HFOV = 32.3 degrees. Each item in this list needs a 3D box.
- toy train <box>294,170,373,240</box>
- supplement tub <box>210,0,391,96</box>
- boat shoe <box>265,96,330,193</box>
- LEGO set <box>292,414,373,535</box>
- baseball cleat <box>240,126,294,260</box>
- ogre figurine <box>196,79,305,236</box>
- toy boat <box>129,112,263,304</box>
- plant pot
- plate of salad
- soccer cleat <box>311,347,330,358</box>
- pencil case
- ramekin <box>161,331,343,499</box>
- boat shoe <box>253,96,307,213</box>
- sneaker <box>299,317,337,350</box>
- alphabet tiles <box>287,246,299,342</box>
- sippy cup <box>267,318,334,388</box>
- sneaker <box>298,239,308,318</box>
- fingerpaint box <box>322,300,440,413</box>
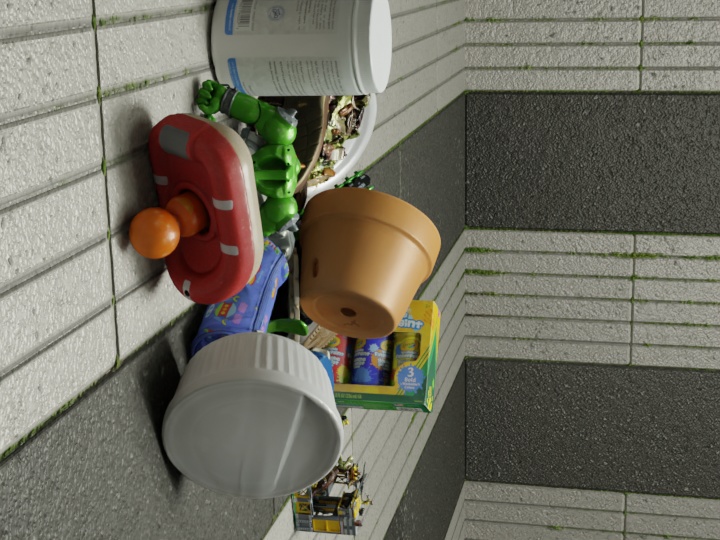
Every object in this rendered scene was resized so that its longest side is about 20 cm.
[{"bbox_3d":[-0.046,-0.098,1.866,0.042,0.056,0.200,55,38,-3],"label":"toy train"},{"bbox_3d":[-0.070,-0.278,1.506,0.132,0.198,0.134,2,90,-78],"label":"supplement tub"},{"bbox_3d":[-0.071,-0.181,1.573,0.068,0.071,0.202,62,35,-61],"label":"boat shoe"},{"bbox_3d":[-0.033,0.321,1.954,0.200,0.115,0.156,-54,144,-69],"label":"LEGO set"},{"bbox_3d":[-0.120,-0.098,1.607,0.201,0.069,0.107,79,19,-49],"label":"baseball cleat"},{"bbox_3d":[-0.129,-0.114,1.449,0.098,0.119,0.202,31,63,-76],"label":"ogre figurine"},{"bbox_3d":[-0.183,-0.053,1.284,0.130,0.130,0.202,-33,130,-37],"label":"toy boat"},{"bbox_3d":[0.000,0.000,1.704,0.201,0.198,0.141,73,29,-56],"label":"plant pot"},{"bbox_3d":[-0.045,-0.188,1.768,0.199,0.048,0.201,-31,141,-28],"label":"plate of salad"},{"bbox_3d":[-0.078,0.190,1.830,0.201,0.069,0.087,-83,-175,-58],"label":"soccer cleat"},{"bbox_3d":[-0.141,0.044,1.504,0.078,0.086,0.201,57,29,-30],"label":"pencil case"},{"bbox_3d":[-0.118,0.158,1.395,0.095,0.200,0.204,-91,174,-49],"label":"ramekin"},{"bbox_3d":[-0.104,-0.146,1.665,0.071,0.070,0.201,-81,166,-44],"label":"boat shoe"},{"bbox_3d":[-0.060,0.031,1.933,0.200,0.108,0.070,-51,156,-17],"label":"sneaker"},{"bbox_3d":[-0.096,0.074,1.756,0.196,0.014,0.202,99,-9,-60],"label":"alphabet tiles"},{"bbox_3d":[-0.104,0.150,1.580,0.140,0.129,0.180,11,81,-78],"label":"sippy cup"},{"bbox_3d":[-0.070,-0.012,1.874,0.201,0.075,0.091,-81,-173,-47],"label":"sneaker"},{"bbox_3d":[0.019,0.133,1.975,0.073,0.198,0.169,55,39,-68],"label":"fingerpaint box"}]
